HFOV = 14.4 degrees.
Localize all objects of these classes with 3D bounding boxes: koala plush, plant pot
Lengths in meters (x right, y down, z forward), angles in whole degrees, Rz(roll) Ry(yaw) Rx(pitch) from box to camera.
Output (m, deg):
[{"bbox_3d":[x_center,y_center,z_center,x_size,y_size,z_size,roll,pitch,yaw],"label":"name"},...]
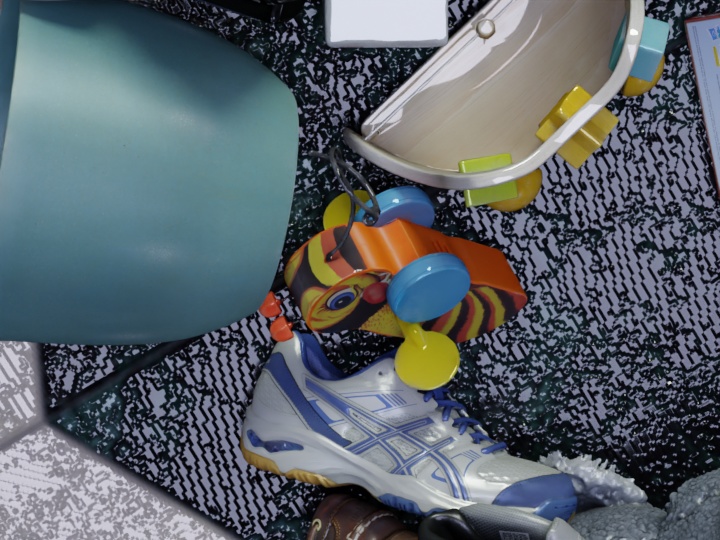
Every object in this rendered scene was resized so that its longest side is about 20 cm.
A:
[{"bbox_3d":[0.183,0.175,1.617,0.200,0.184,0.177,-1,82,23],"label":"koala plush"},{"bbox_3d":[-0.124,-0.050,1.545,0.161,0.201,0.201,9,99,-11],"label":"plant pot"}]

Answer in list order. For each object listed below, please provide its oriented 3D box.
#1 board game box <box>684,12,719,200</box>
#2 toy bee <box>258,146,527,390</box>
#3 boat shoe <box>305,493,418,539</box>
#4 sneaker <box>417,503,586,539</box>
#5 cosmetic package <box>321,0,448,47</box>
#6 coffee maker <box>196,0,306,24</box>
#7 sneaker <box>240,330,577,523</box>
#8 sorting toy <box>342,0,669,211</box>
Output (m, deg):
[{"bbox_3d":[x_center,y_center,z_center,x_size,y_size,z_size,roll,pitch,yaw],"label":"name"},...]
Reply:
[{"bbox_3d":[0.252,-0.053,1.620,0.103,0.019,0.200,-6,102,34],"label":"board game box"},{"bbox_3d":[0.000,0.000,1.581,0.109,0.131,0.200,-37,126,17],"label":"toy bee"},{"bbox_3d":[-0.016,0.225,1.659,0.070,0.070,0.200,26,109,30],"label":"boat shoe"},{"bbox_3d":[0.055,0.183,1.573,0.200,0.075,0.115,-31,114,32],"label":"sneaker"},{"bbox_3d":[0.013,-0.225,1.567,0.074,0.102,0.200,-2,100,-1],"label":"cosmetic package"},{"bbox_3d":[-0.109,-0.217,1.487,0.200,0.192,0.135,17,123,5],"label":"coffee maker"},{"bbox_3d":[0.030,0.089,1.611,0.200,0.075,0.088,14,92,15],"label":"sneaker"},{"bbox_3d":[0.099,-0.096,1.551,0.200,0.180,0.107,-43,98,5],"label":"sorting toy"}]
